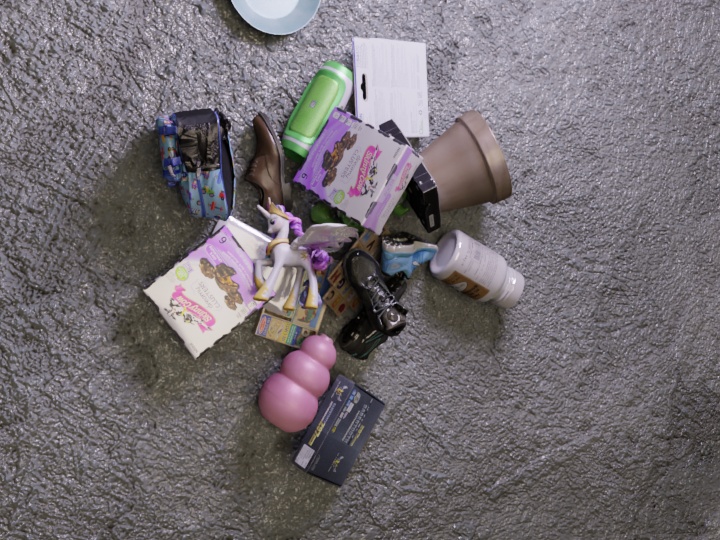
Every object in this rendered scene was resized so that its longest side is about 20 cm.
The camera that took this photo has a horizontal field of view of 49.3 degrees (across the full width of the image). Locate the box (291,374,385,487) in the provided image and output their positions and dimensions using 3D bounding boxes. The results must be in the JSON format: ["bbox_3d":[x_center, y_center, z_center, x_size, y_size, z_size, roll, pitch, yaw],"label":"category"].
[{"bbox_3d":[-0.042,0.333,1.617,0.202,0.050,0.158,-59,146,-9],"label":"box"}]

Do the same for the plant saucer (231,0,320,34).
[{"bbox_3d":[-0.174,-0.568,1.555,0.197,0.039,0.206,-2,94,-23],"label":"plant saucer"}]

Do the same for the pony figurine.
[{"bbox_3d":[-0.113,-0.028,1.483,0.189,0.166,0.204,9,73,-15],"label":"pony figurine"}]

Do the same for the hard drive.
[{"bbox_3d":[0.102,-0.191,1.586,0.037,0.202,0.141,-25,147,-7],"label":"hard drive"}]

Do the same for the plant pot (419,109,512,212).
[{"bbox_3d":[0.202,-0.212,1.665,0.171,0.200,0.203,-25,102,-2],"label":"plant pot"}]

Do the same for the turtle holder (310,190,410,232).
[{"bbox_3d":[0.001,-0.146,1.612,0.140,0.185,0.133,-6,60,-55],"label":"turtle holder"}]

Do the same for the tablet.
[{"bbox_3d":[-0.216,-0.011,1.566,0.197,0.014,0.132,28,84,-12],"label":"tablet"}]

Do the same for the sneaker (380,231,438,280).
[{"bbox_3d":[0.094,-0.027,1.653,0.199,0.077,0.092,-6,116,-57],"label":"sneaker"}]

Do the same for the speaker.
[{"bbox_3d":[-0.086,-0.317,1.581,0.088,0.088,0.203,30,82,-21],"label":"speaker"}]

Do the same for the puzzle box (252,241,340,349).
[{"bbox_3d":[-0.131,0.054,1.616,0.131,0.025,0.204,19,86,-22],"label":"puzzle box"}]

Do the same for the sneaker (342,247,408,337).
[{"bbox_3d":[0.036,0.048,1.548,0.075,0.114,0.202,-31,115,-16],"label":"sneaker"}]

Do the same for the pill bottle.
[{"bbox_3d":[0.259,0.003,1.727,0.198,0.114,0.116,28,83,-21],"label":"pill bottle"}]

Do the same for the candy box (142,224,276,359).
[{"bbox_3d":[-0.289,0.041,1.506,0.199,0.071,0.169,-38,100,-10],"label":"candy box"}]

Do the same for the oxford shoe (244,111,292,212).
[{"bbox_3d":[-0.192,-0.209,1.551,0.083,0.072,0.204,-13,98,-19],"label":"oxford shoe"}]

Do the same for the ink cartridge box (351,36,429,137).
[{"bbox_3d":[0.056,-0.378,1.639,0.197,0.040,0.204,-6,96,-36],"label":"ink cartridge box"}]

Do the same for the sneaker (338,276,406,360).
[{"bbox_3d":[0.035,0.101,1.673,0.201,0.075,0.079,-50,122,-6],"label":"sneaker"}]

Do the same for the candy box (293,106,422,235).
[{"bbox_3d":[-0.007,-0.192,1.493,0.170,0.199,0.071,-59,147,4],"label":"candy box"}]

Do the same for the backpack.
[{"bbox_3d":[-0.301,-0.191,1.457,0.132,0.183,0.204,-9,108,-13],"label":"backpack"}]

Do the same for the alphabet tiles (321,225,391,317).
[{"bbox_3d":[0.000,0.000,1.615,0.201,0.006,0.167,-51,151,-9],"label":"alphabet tiles"}]

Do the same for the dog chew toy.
[{"bbox_3d":[-0.118,0.220,1.575,0.124,0.124,0.202,36,83,-20],"label":"dog chew toy"}]
